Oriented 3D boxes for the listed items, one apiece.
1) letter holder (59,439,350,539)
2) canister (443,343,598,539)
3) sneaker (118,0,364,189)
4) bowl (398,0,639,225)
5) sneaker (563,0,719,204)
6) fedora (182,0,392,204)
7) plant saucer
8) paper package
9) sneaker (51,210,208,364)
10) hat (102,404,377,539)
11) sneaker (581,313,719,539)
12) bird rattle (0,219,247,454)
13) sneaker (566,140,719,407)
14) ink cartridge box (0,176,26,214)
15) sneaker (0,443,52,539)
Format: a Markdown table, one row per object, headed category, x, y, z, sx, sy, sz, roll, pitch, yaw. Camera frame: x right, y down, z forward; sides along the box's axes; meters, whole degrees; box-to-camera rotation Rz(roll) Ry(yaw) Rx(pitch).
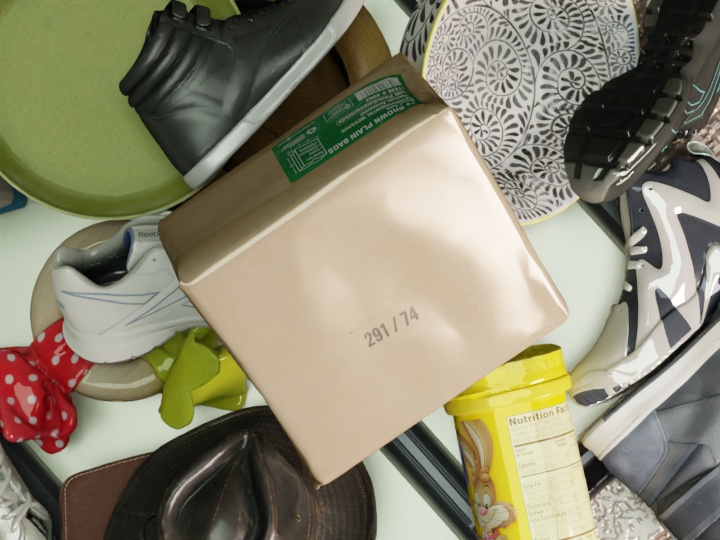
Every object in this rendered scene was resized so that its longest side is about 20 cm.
| category | x | y | z | sx | sy | sz | roll | pitch | yaw |
| --- | --- | --- | --- | --- | --- | --- | --- | --- | --- |
| letter holder | -0.101 | 0.203 | 1.383 | 0.198 | 0.101 | 0.143 | -10 | 57 | 2 |
| canister | 0.114 | 0.158 | 1.350 | 0.086 | 0.149 | 0.202 | -12 | 90 | 1 |
| sneaker | -0.077 | -0.159 | 1.301 | 0.099 | 0.071 | 0.200 | 43 | 77 | -10 |
| bowl | 0.091 | -0.139 | 1.369 | 0.199 | 0.094 | 0.203 | -12 | 111 | -35 |
| sneaker | 0.208 | -0.112 | 1.356 | 0.075 | 0.080 | 0.201 | 14 | 56 | 39 |
| fedora | -0.065 | -0.120 | 1.397 | 0.198 | 0.082 | 0.203 | -1 | 83 | 9 |
| plant saucer | -0.171 | -0.130 | 1.332 | 0.198 | 0.031 | 0.202 | 2 | 81 | -11 |
| paper package | 0.000 | 0.000 | 1.253 | 0.199 | 0.104 | 0.191 | -33 | 122 | 0 |
| sneaker | -0.110 | -0.002 | 1.310 | 0.198 | 0.087 | 0.075 | -19 | 49 | -1 |
| hat | -0.086 | 0.160 | 1.300 | 0.198 | 0.081 | 0.202 | -5 | 55 | 7 |
| sneaker | 0.274 | 0.105 | 1.371 | 0.202 | 0.077 | 0.146 | -44 | 76 | 11 |
| bird rattle | -0.175 | 0.047 | 1.408 | 0.198 | 0.113 | 0.165 | -3 | 74 | 12 |
| sneaker | 0.195 | -0.008 | 1.386 | 0.199 | 0.079 | 0.130 | -42 | 80 | 5 |
| ink cartridge box | -0.332 | -0.098 | 1.349 | 0.145 | 0.200 | 0.147 | -16 | 88 | 2 |
| sneaker | -0.255 | 0.156 | 1.373 | 0.075 | 0.081 | 0.202 | -36 | 113 | -40 |
